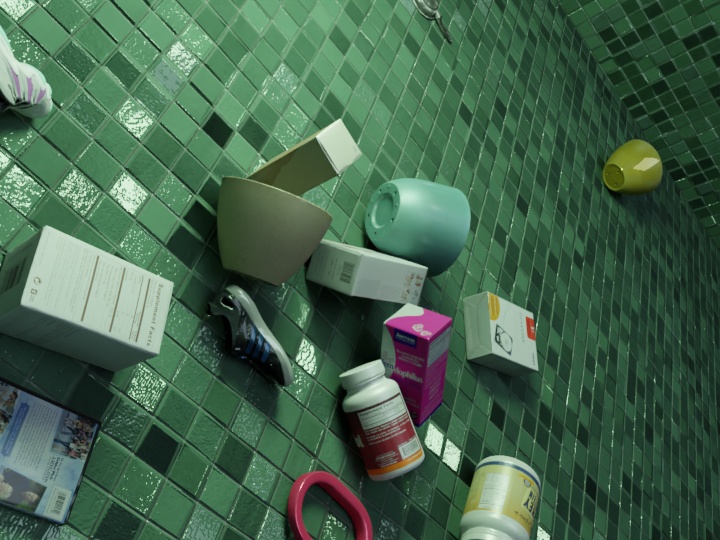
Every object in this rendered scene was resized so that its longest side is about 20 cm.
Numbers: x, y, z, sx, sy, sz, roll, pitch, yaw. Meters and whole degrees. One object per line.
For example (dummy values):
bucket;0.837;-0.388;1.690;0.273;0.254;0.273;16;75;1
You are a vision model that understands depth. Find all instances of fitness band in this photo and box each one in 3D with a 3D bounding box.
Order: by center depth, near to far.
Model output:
fitness band;-0.053;0.435;1.310;0.200;0.037;0.144;50;39;-23

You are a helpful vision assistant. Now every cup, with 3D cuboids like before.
cup;-0.164;-0.056;1.305;0.200;0.200;0.144;25;81;-41

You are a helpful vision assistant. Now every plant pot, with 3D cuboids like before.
plant pot;0.107;-0.103;1.623;0.160;0.200;0.202;16;60;-32
plant pot;0.951;-0.353;2.745;0.141;0.200;0.201;-21;89;-27

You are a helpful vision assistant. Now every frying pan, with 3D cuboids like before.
frying pan;0.197;-0.724;2.141;0.115;0.031;0.191;-27;91;-50

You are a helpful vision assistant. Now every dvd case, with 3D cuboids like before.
dvd case;-0.437;0.221;0.970;0.200;0.017;0.144;36;48;-33

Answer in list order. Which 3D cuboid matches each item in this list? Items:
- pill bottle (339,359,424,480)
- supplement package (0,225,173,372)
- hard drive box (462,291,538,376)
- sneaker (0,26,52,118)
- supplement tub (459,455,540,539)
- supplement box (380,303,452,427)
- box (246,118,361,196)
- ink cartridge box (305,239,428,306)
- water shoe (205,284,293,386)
pill bottle;0.035;0.275;1.421;0.113;0.113;0.201;-19;87;-51
supplement package;-0.377;0.045;1.043;0.199;0.116;0.118;30;52;-38
hard drive box;0.341;0.157;1.862;0.199;0.076;0.157;23;57;-42
sneaker;-0.482;-0.228;1.025;0.200;0.077;0.141;64;15;-64
supplement tub;0.286;0.503;1.584;0.145;0.144;0.201;50;42;-22
supplement box;0.102;0.181;1.477;0.103;0.101;0.202;-31;132;-51
box;-0.105;-0.190;1.401;0.078;0.199;0.095;57;40;-13
ink cartridge box;0.000;0.000;1.506;0.199;0.175;0.085;11;96;-46
water shoe;-0.188;0.122;1.284;0.079;0.071;0.201;-35;103;-22
